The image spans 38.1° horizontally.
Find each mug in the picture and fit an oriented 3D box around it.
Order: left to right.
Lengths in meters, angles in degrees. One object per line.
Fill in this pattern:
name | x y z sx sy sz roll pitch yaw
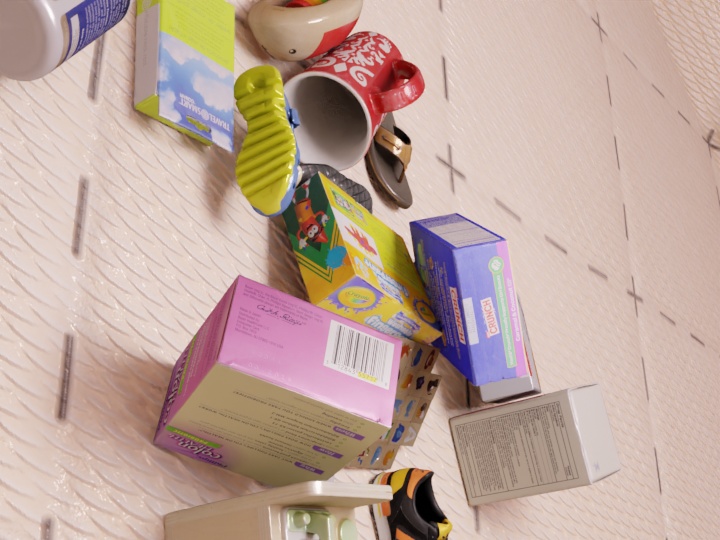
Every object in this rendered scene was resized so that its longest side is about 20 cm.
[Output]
mug | 0.002 -0.229 1.391 0.201 0.175 0.135 -58 161 -54

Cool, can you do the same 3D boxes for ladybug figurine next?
ladybug figurine | -0.068 -0.329 1.374 0.200 0.134 0.073 -43 138 -48

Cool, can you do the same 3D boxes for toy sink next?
toy sink | -0.073 0.276 1.001 0.130 0.198 0.114 17 60 -50

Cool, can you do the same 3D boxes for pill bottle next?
pill bottle | -0.293 -0.278 1.029 0.117 0.115 0.201 57 36 -19

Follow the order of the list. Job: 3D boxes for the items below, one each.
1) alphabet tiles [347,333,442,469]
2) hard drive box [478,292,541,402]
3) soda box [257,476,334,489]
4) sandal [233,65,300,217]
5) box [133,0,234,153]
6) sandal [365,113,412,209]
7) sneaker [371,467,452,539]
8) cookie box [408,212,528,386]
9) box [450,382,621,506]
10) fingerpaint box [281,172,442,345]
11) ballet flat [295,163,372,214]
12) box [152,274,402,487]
alphabet tiles | 0.035 0.164 1.283 0.199 0.006 0.169 20 93 -56
hard drive box | 0.205 0.109 1.521 0.200 0.076 0.158 28 50 -75
soda box | -0.064 0.152 1.190 0.063 0.068 0.202 38 46 -39
sandal | -0.100 -0.144 1.226 0.087 0.078 0.203 57 25 -53
box | -0.200 -0.239 1.202 0.121 0.047 0.203 23 57 -48
sandal | 0.047 -0.190 1.521 0.081 0.054 0.203 13 64 -51
sneaker | 0.076 0.341 1.277 0.070 0.089 0.203 -6 79 -55
cookie box | 0.131 0.031 1.308 0.200 0.074 0.174 -134 -147 -72
box | 0.244 0.243 1.463 0.108 0.198 0.130 -1 76 -53
fingerpaint box | 0.000 0.000 1.294 0.199 0.073 0.168 34 28 -49
ballet flat | -0.043 -0.094 1.336 0.199 0.066 0.058 13 53 -53
box | -0.083 0.119 1.013 0.174 0.200 0.098 22 52 -16
